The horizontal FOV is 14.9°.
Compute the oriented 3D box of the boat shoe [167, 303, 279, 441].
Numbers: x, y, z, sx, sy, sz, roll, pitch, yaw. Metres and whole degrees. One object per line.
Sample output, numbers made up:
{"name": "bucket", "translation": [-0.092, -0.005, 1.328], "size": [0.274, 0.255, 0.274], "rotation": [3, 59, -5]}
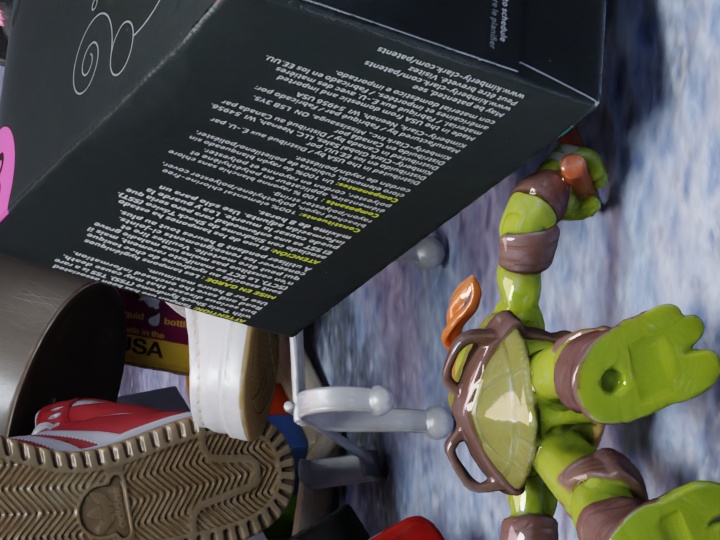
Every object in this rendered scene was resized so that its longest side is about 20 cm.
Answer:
{"name": "boat shoe", "translation": [-0.069, -0.018, 1.095], "size": [0.071, 0.069, 0.201], "rotation": [86, 180, -52]}

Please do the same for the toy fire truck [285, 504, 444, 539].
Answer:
{"name": "toy fire truck", "translation": [-0.011, 0.158, 0.947], "size": [0.129, 0.176, 0.200], "rotation": [60, 155, 5]}

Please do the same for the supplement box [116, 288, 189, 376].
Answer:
{"name": "supplement box", "translation": [-0.080, -0.070, 1.259], "size": [0.131, 0.103, 0.201], "rotation": [-73, -8, -60]}

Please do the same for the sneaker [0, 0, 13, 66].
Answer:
{"name": "sneaker", "translation": [-0.123, -0.124, 1.081], "size": [0.200, 0.095, 0.079], "rotation": [-22, 78, 58]}

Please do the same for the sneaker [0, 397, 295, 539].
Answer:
{"name": "sneaker", "translation": [-0.137, 0.090, 1.086], "size": [0.112, 0.199, 0.072], "rotation": [-4, 90, 61]}

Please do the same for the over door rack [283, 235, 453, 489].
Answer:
{"name": "over door rack", "translation": [0.000, 0.000, 1.107], "size": [0.200, 0.066, 0.149], "rotation": [88, 179, -78]}

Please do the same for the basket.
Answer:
{"name": "basket", "translation": [-0.216, 0.029, 1.210], "size": [0.180, 0.199, 0.137], "rotation": [21, -93, -72]}

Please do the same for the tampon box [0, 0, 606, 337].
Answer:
{"name": "tampon box", "translation": [-0.024, -0.092, 0.897], "size": [0.200, 0.126, 0.151], "rotation": [-37, 42, 53]}

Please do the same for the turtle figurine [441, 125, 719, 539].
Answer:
{"name": "turtle figurine", "translation": [0.058, 0.031, 0.845], "size": [0.161, 0.064, 0.201], "rotation": [-156, 69, -73]}

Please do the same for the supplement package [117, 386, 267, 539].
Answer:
{"name": "supplement package", "translation": [-0.152, 0.157, 1.266], "size": [0.156, 0.199, 0.111], "rotation": [55, 144, 42]}

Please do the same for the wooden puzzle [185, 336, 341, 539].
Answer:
{"name": "wooden puzzle", "translation": [-0.057, 0.107, 1.355], "size": [0.200, 0.046, 0.186], "rotation": [-112, 25, -56]}
